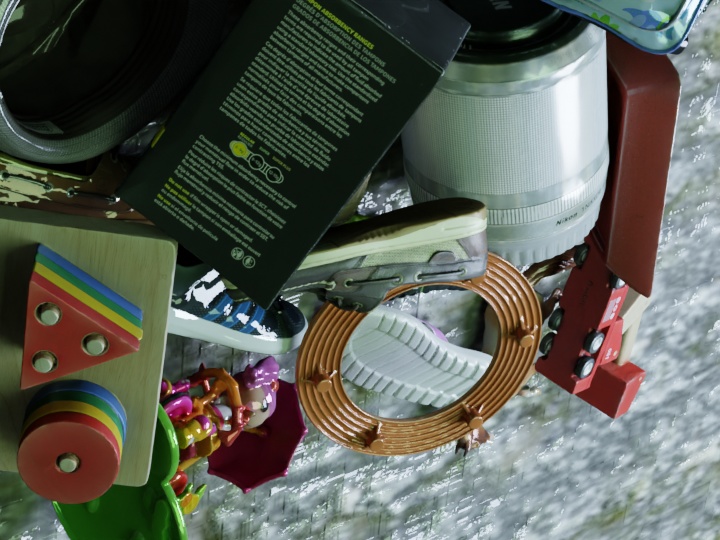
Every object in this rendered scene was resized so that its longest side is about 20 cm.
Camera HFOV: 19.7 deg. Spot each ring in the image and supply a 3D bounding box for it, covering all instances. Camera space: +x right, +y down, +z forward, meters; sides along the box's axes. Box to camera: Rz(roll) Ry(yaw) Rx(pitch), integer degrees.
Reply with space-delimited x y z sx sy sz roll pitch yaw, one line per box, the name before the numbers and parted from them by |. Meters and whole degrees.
ring | 0.047 0.067 1.590 0.199 0.019 0.201 -11 128 -15

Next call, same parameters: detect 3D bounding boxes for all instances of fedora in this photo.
fedora | -0.187 -0.165 1.315 0.200 0.090 0.177 -42 140 -22

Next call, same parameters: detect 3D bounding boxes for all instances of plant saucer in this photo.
plant saucer | 0.198 -0.111 1.662 0.036 0.200 0.201 -4 124 -11

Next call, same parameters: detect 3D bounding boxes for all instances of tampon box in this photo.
tampon box | -0.042 -0.107 1.358 0.200 0.126 0.150 -52 -176 20

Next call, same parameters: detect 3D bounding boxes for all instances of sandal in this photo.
sandal | 0.038 0.066 1.725 0.082 0.050 0.202 -39 135 24

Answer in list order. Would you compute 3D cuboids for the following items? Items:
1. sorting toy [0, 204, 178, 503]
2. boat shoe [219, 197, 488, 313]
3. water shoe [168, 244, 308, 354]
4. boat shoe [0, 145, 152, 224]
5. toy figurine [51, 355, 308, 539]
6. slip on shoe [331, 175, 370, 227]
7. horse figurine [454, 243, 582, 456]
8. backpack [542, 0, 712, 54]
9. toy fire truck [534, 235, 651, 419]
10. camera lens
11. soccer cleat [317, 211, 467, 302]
sorting toy | -0.230 0.062 1.366 0.198 0.070 0.201 7 121 -5
boat shoe | 0.000 0.000 1.488 0.199 0.073 0.065 -14 103 -7
water shoe | -0.102 0.011 1.537 0.199 0.071 0.079 12 105 -49
boat shoe | -0.183 -0.059 1.409 0.199 0.072 0.068 -8 124 -40
toy figurine | -0.117 0.120 1.557 0.184 0.150 0.201 -31 151 -41
slip on shoe | 0.000 -0.124 1.454 0.076 0.060 0.201 0 107 -45
horse figurine | 0.144 0.059 1.821 0.132 0.050 0.201 -9 124 -46
backpack | 0.184 -0.264 1.397 0.201 0.182 0.147 -63 -178 14
toy fire truck | 0.218 0.046 1.822 0.141 0.049 0.201 -18 133 -51
camera lens | 0.107 -0.125 1.570 0.160 0.160 0.201 -30 135 -25
soccer cleat | 0.011 -0.003 1.637 0.199 0.067 0.081 16 97 -40
